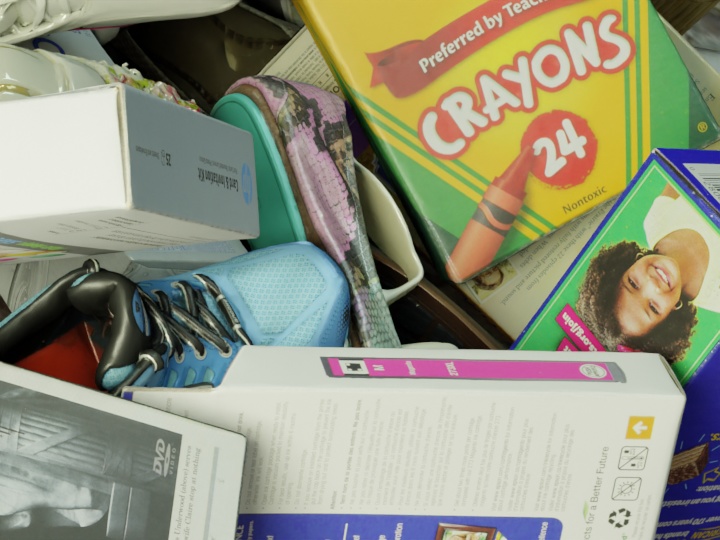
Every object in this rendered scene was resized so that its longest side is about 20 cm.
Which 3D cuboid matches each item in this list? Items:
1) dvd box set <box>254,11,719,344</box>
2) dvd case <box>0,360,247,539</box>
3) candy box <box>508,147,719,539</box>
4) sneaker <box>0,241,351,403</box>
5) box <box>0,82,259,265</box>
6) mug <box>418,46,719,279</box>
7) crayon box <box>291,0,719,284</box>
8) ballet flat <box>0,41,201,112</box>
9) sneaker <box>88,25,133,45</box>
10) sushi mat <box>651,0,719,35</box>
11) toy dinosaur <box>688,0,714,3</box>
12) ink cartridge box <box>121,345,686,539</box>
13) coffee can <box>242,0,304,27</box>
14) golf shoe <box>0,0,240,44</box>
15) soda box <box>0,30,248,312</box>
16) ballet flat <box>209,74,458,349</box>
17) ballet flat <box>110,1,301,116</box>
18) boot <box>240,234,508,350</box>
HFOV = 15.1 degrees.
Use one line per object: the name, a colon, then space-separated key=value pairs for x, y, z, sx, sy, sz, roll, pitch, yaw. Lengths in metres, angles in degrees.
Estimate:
dvd box set: x=0.072 y=-0.061 z=1.151 sx=0.200 sy=0.146 sz=0.029 roll=43 pitch=-3 yaw=-5
dvd case: x=-0.133 y=0.096 z=0.828 sx=0.200 sy=0.025 sz=0.150 roll=19 pitch=64 yaw=-27
candy box: x=0.131 y=0.050 z=1.066 sx=0.169 sy=0.200 sz=0.077 roll=0 pitch=41 yaw=-48
sneaker: x=-0.074 y=0.036 z=0.938 sx=0.200 sy=0.090 sz=0.078 roll=-28 pitch=64 yaw=-38
box: x=-0.148 y=-0.023 z=0.871 sx=0.200 sy=0.041 sz=0.156 roll=-5 pitch=-4 yaw=11
mug: x=0.068 y=-0.043 z=1.249 sx=0.153 sy=0.187 sz=0.149 roll=16 pitch=65 yaw=-15
crayon box: x=0.043 y=-0.110 z=1.106 sx=0.200 sy=0.127 sz=0.051 roll=60 pitch=-4 yaw=-3
ballet flat: x=-0.153 y=-0.052 z=0.988 sx=0.200 sy=0.064 sz=0.076 roll=-6 pitch=51 yaw=-9
sneaker: x=-0.116 y=-0.160 z=1.203 sx=0.099 sy=0.071 sz=0.200 roll=-23 pitch=34 yaw=-21
sushi mat: x=0.114 y=-0.129 z=1.273 sx=0.096 sy=0.200 sz=0.012 roll=16 pitch=58 yaw=-23
toy dinosaur: x=0.150 y=-0.138 z=1.207 sx=0.200 sy=0.101 sz=0.058 roll=9 pitch=75 yaw=0
ink cartridge box: x=0.009 y=0.075 z=0.949 sx=0.200 sy=0.095 sz=0.037 roll=1 pitch=29 yaw=-16
coffee can: x=-0.042 y=-0.206 z=1.295 sx=0.200 sy=0.146 sz=0.146 roll=38 pitch=26 yaw=33
golf shoe: x=-0.138 y=-0.109 z=1.036 sx=0.200 sy=0.073 sz=0.092 roll=5 pitch=56 yaw=14
soda box: x=-0.127 y=-0.046 z=1.082 sx=0.063 sy=0.068 sz=0.200 roll=2 pitch=42 yaw=-44
ballet flat: x=-0.003 y=0.016 z=1.048 sx=0.071 sy=0.069 sz=0.200 roll=-5 pitch=72 yaw=-32
ballet flat: x=-0.064 y=-0.099 z=1.211 sx=0.200 sy=0.067 sz=0.046 roll=38 pitch=12 yaw=32
boot: x=0.000 y=0.000 z=1.139 sx=0.200 sy=0.075 sz=0.097 roll=31 pitch=31 yaw=-1
